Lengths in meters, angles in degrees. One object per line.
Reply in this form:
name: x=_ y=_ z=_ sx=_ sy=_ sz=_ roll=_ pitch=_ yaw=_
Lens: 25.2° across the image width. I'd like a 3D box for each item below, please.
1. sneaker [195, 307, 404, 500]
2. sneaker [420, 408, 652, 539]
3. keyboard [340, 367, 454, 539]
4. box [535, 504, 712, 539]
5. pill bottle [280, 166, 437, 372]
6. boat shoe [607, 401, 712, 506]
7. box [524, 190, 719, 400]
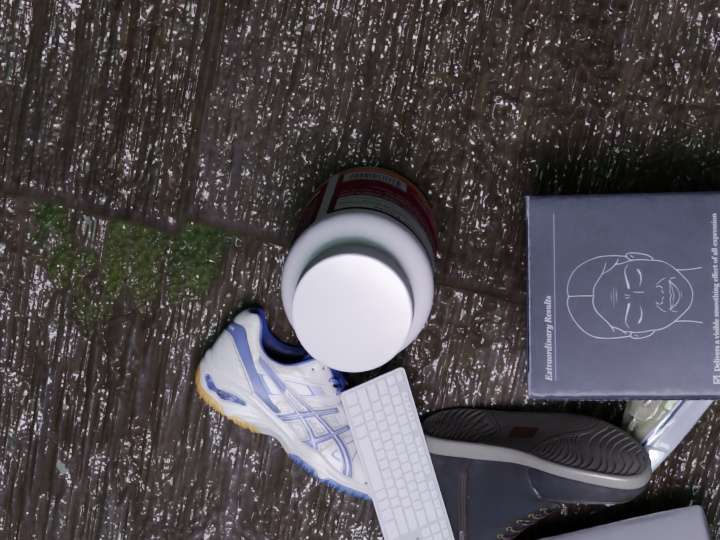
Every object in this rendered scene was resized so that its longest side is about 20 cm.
sneaker: x=-0.032 y=0.107 z=1.293 sx=0.199 sy=0.075 sz=0.089 roll=32 pitch=103 yaw=-8
sneaker: x=0.143 y=0.175 z=1.284 sx=0.198 sy=0.075 sz=0.108 roll=7 pitch=119 yaw=35
keyboard: x=0.035 y=0.176 z=1.286 sx=0.056 sy=0.011 sz=0.202 roll=-24 pitch=110 yaw=-20
box: x=0.205 y=0.329 z=1.269 sx=0.197 sy=0.172 sz=0.201 roll=-14 pitch=123 yaw=8
pill bottle: x=0.000 y=0.000 z=1.190 sx=0.111 sy=0.200 sz=0.115 roll=1 pitch=108 yaw=4
boat shoe: x=0.244 y=0.097 z=1.281 sx=0.062 sy=0.072 sz=0.201 roll=40 pitch=98 yaw=9
box: x=0.223 y=0.022 z=1.198 sx=0.197 sy=0.107 sz=0.151 roll=0 pitch=85 yaw=9
